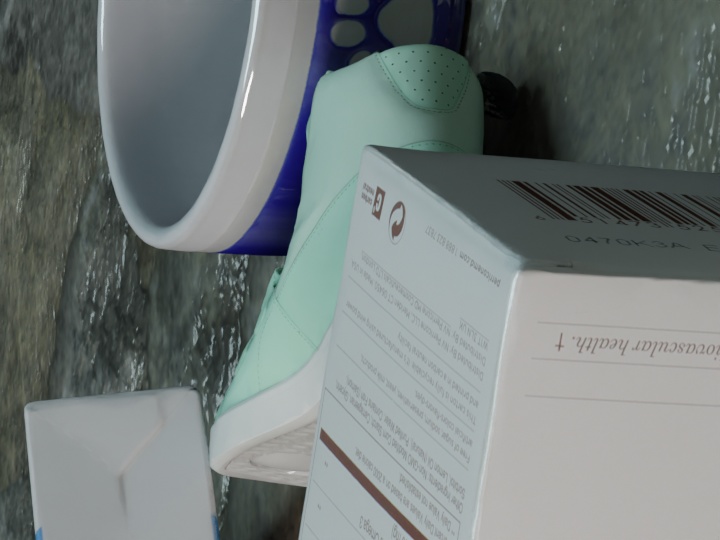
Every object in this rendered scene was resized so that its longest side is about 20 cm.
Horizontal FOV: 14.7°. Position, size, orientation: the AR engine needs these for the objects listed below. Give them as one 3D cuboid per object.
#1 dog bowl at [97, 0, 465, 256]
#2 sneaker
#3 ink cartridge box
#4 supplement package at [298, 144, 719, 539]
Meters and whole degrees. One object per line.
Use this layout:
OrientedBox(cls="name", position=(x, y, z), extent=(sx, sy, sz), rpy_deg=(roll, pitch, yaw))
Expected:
OrientedBox(cls="dog bowl", position=(-0.034, -0.105, 1.033), extent=(0.200, 0.079, 0.201), rpy_deg=(-176, 90, -69))
OrientedBox(cls="sneaker", position=(0.000, 0.000, 0.947), extent=(0.200, 0.074, 0.119), rpy_deg=(131, 142, -59))
OrientedBox(cls="ink cartridge box", position=(-0.085, 0.143, 1.067), extent=(0.200, 0.067, 0.116), rpy_deg=(93, 169, -60))
OrientedBox(cls="supplement package", position=(0.055, 0.080, 0.727), extent=(0.117, 0.117, 0.201), rpy_deg=(-140, 56, -64))
